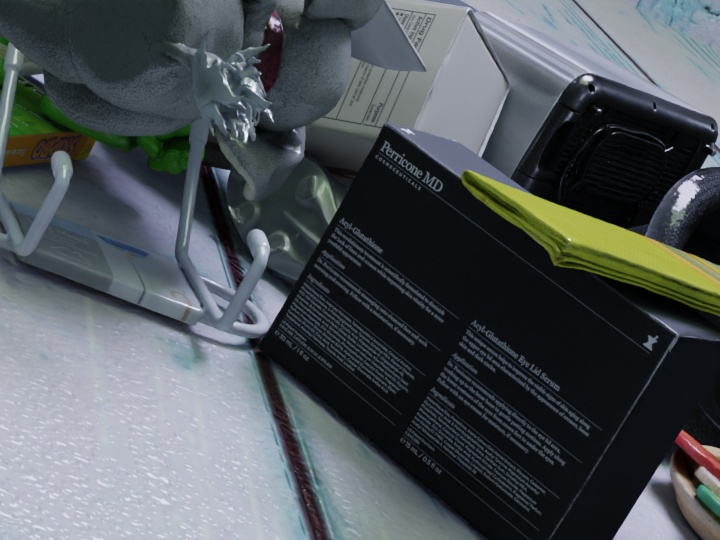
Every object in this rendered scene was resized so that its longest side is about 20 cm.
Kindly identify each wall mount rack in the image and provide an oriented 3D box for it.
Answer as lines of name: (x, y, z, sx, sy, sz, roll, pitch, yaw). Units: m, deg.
wall mount rack: (-0.128, -0.042, 1.140, 0.200, 0.075, 0.174, 22, 16, -27)

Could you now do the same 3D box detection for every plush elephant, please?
plush elephant: (-0.070, -0.125, 1.099, 0.200, 0.165, 0.155, 48, 19, 28)

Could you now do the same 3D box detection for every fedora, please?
fedora: (0.205, 0.030, 1.385, 0.092, 0.201, 0.200, 3, -5, 42)

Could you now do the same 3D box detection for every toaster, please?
toaster: (0.111, -0.055, 1.412, 0.119, 0.181, 0.200, 37, 16, 36)

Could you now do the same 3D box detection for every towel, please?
towel: (0.140, -0.003, 1.075, 0.200, 0.018, 0.086, 18, 13, -41)

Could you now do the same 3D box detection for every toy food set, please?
toy food set: (0.264, 0.151, 1.263, 0.198, 0.049, 0.200, 37, 18, 28)

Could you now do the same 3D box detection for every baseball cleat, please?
baseball cleat: (0.000, 0.000, 1.282, 0.200, 0.070, 0.106, 44, 5, 37)

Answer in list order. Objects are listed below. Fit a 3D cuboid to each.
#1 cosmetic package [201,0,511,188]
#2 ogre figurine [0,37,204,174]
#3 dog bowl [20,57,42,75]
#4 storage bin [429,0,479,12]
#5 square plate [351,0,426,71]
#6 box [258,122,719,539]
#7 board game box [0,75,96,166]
cosmetic package: (-0.023, -0.111, 1.335, 0.200, 0.103, 0.087, 14, -22, 31)
ogre figurine: (-0.161, -0.149, 1.246, 0.200, 0.120, 0.098, 35, 16, 20)
dog bowl: (-0.202, -0.223, 1.349, 0.200, 0.200, 0.079, 30, 13, 5)
storage bin: (0.026, -0.138, 1.606, 0.145, 0.134, 0.200, 25, 15, -14)
square plate: (-0.071, -0.194, 1.201, 0.200, 0.028, 0.198, 27, -22, 50)
box: (0.066, 0.037, 1.107, 0.200, 0.141, 0.079, 39, 19, 29)
board game box: (-0.229, -0.090, 1.205, 0.095, 0.030, 0.200, 32, 13, 15)
